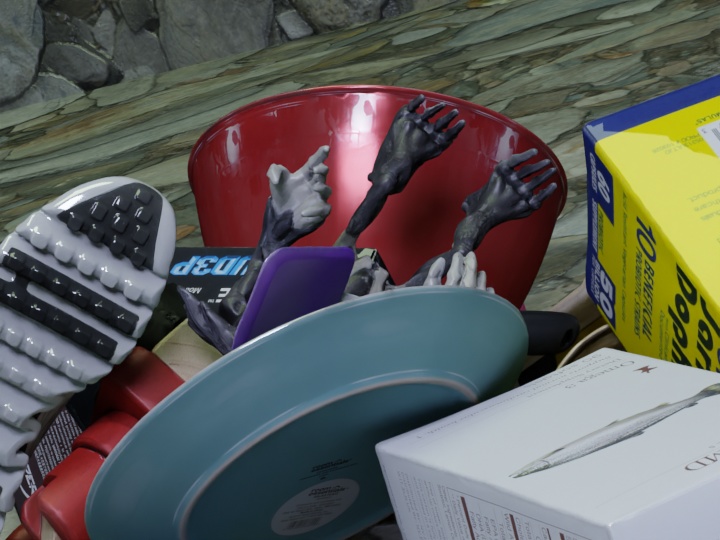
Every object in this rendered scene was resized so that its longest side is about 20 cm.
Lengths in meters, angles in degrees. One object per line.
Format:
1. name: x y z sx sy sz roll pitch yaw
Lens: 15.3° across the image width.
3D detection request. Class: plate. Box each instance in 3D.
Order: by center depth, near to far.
1. plate: -0.016 0.075 1.102 0.200 0.026 0.200 -22 -28 -12

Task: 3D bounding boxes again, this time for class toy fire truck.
1. toy fire truck: -0.117 0.135 1.231 0.200 0.129 0.176 -41 -13 -31

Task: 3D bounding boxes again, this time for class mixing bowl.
1. mixing bowl: 0.005 0.000 1.387 0.200 0.109 0.200 4 -28 2

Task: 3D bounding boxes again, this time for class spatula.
1. spatula: 0.023 0.022 1.098 0.200 0.057 0.021 7 23 -43

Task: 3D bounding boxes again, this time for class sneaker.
1. sneaker: -0.148 0.036 1.191 0.200 0.075 0.081 -53 6 17

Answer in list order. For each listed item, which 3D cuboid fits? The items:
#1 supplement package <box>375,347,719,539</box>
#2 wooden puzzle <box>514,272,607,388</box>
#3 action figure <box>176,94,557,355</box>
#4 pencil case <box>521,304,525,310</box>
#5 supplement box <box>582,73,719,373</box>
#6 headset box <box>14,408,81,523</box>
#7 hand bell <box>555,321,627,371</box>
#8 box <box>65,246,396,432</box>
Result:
1. supplement package: 0.108 0.111 1.020 0.117 0.117 0.200 -21 13 -21
2. wooden puzzle: 0.159 0.024 1.331 0.185 0.037 0.200 -11 -19 -24
3. action figure: 0.000 0.000 1.183 0.200 0.119 0.102 -50 -6 -37
4. pencil case: 0.000 0.057 1.504 0.200 0.089 0.088 -22 13 -22
5. supplement box: 0.184 0.020 1.121 0.109 0.109 0.200 -21 48 -13
6. headset box: -0.123 0.077 1.602 0.200 0.075 0.149 -19 12 -8
7. hand bell: 0.122 0.075 1.299 0.104 0.104 0.200 -18 0 -6
8. box: -0.057 0.055 1.338 0.200 0.159 0.046 0 49 28
